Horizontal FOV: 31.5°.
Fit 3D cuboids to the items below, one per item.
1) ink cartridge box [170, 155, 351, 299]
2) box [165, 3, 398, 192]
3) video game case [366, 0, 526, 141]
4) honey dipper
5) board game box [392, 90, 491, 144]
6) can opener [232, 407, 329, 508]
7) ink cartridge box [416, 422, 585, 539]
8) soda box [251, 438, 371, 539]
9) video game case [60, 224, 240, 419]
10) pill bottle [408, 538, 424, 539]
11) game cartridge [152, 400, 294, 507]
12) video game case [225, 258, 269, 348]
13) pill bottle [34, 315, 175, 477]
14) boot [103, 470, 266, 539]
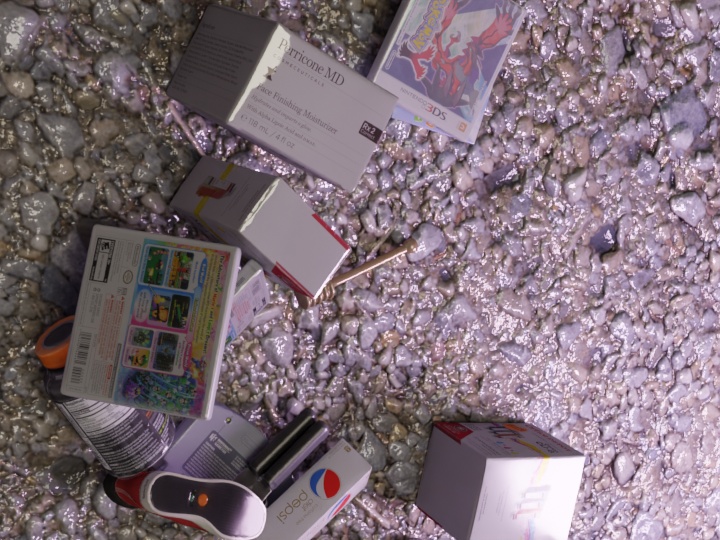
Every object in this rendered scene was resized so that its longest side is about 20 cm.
[{"bbox_3d":[-0.127,-0.056,1.576,0.145,0.199,0.084,43,78,-33],"label":"ink cartridge box"},{"bbox_3d":[-0.097,-0.212,1.549,0.198,0.199,0.132,26,92,-34],"label":"box"},{"bbox_3d":[0.117,-0.300,1.715,0.181,0.023,0.202,24,92,-34],"label":"video game case"},{"bbox_3d":[0.000,0.000,1.774,0.198,0.038,0.038,-24,117,-25],"label":"honey dipper"},{"bbox_3d":[0.123,-0.291,1.757,0.150,0.036,0.203,12,99,-34],"label":"board game box"},{"bbox_3d":[-0.123,0.278,1.748,0.200,0.053,0.067,-44,155,-14],"label":"can opener"},{"bbox_3d":[0.214,0.322,1.941,0.198,0.145,0.147,5,103,-33],"label":"ink cartridge box"},{"bbox_3d":[-0.074,0.330,1.780,0.200,0.064,0.068,-41,163,-28],"label":"soda box"},{"bbox_3d":[-0.244,0.059,1.485,0.179,0.024,0.203,9,82,9],"label":"video game case"},{"bbox_3d":[0.126,0.482,1.904,0.107,0.199,0.110,-10,110,-28],"label":"pill bottle"},{"bbox_3d":[-0.183,0.269,1.748,0.133,0.041,0.200,-45,123,-7],"label":"game cartridge"},{"bbox_3d":[-0.186,0.077,1.608,0.024,0.200,0.182,42,80,7],"label":"video game case"},{"bbox_3d":[-0.321,0.152,1.583,0.106,0.106,0.201,-38,120,-15],"label":"pill bottle"},{"bbox_3d":[-0.231,0.300,1.668,0.199,0.143,0.073,25,71,-36],"label":"boot"}]
